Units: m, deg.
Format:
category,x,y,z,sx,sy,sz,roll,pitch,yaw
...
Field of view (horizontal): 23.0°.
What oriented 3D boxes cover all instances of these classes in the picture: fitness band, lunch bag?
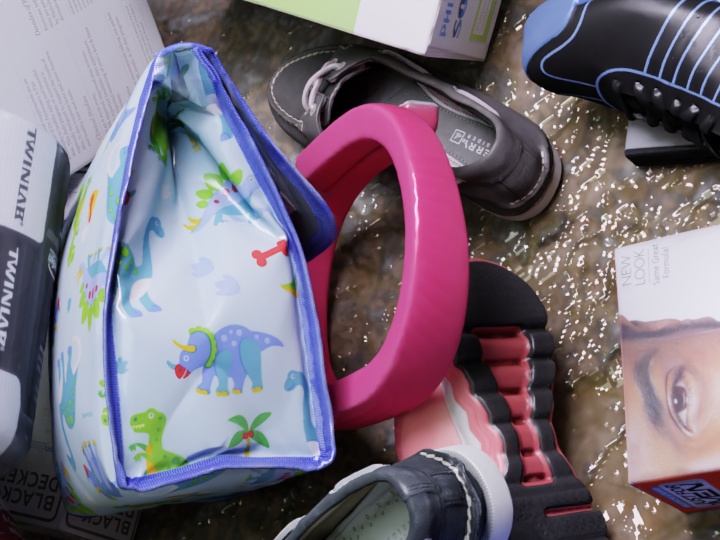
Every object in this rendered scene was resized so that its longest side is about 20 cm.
category,x,y,z,sx,sy,sz,roll,pitch,yaw
fitness band,0.000,0.000,0.842,0.200,0.037,0.145,148,126,-65
lunch bag,-0.090,0.010,0.855,0.170,0.126,0.202,147,115,-67

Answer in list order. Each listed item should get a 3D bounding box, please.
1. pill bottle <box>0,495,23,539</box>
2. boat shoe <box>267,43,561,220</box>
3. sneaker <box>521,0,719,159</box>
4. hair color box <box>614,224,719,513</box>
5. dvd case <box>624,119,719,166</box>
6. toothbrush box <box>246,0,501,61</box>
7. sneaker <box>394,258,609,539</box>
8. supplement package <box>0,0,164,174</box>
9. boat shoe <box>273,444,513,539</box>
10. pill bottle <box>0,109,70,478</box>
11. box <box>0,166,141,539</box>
category,x,y,z,sx,sy,sz,roll,pitch,yaw
pill bottle,-0.243,0.122,0.905,0.110,0.109,0.200,-43,59,12
boat shoe,0.016,-0.083,0.918,0.199,0.057,0.067,25,86,38
sneaker,0.157,-0.085,0.792,0.199,0.070,0.079,0,65,34
hair color box,0.210,0.029,0.737,0.199,0.064,0.112,-15,64,31
dvd case,0.203,-0.149,0.842,0.142,0.018,0.202,-2,70,35
toothbrush box,-0.018,-0.206,0.921,0.199,0.086,0.147,20,102,25
sneaker,0.058,0.101,0.822,0.087,0.073,0.202,-36,57,55
supplement package,-0.237,-0.120,0.982,0.150,0.153,0.200,14,42,45
boat shoe,-0.019,0.141,0.759,0.200,0.060,0.076,-52,57,30
pill bottle,-0.200,0.030,0.831,0.105,0.106,0.202,-9,65,31
box,-0.159,0.046,0.984,0.116,0.060,0.202,7,76,37
